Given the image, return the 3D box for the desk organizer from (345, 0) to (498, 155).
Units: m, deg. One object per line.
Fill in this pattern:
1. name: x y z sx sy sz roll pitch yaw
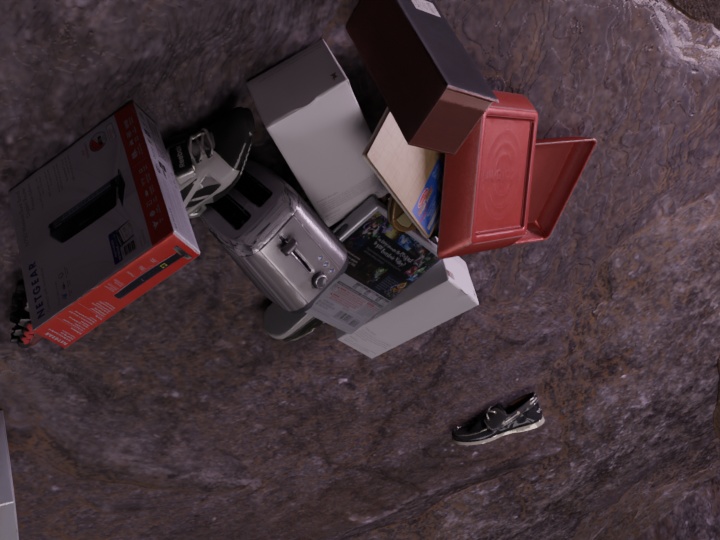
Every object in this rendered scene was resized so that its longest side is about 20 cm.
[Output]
1. desk organizer: 0.058 -0.221 0.932 0.071 0.202 0.077 6 135 -36

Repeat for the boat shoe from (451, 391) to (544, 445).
1. boat shoe: 0.277 0.305 1.817 0.196 0.072 0.069 -17 106 -3

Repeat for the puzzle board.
1. puzzle board: 0.080 -0.164 1.042 0.151 0.017 0.202 48 60 -41

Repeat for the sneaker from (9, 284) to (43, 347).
1. sneaker: -0.356 0.025 1.071 0.097 0.071 0.201 15 125 -39

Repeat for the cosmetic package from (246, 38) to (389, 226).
1. cosmetic package: -0.041 -0.155 1.043 0.106 0.086 0.201 -27 143 1

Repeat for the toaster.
1. toaster: -0.111 -0.049 1.060 0.114 0.200 0.130 -44 132 -5

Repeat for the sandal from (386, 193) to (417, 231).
1. sandal: 0.068 -0.142 1.084 0.053 0.204 0.080 1 162 41

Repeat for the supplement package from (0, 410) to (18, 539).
1. supplement package: -0.579 0.311 1.204 0.196 0.152 0.153 -7 139 -24

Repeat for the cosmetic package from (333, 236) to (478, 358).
1. cosmetic package: 0.062 0.044 1.316 0.198 0.082 0.113 -29 147 18

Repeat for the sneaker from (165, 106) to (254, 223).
1. sneaker: -0.198 -0.115 1.001 0.088 0.075 0.200 21 126 -40

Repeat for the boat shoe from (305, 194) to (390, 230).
1. boat shoe: 0.007 -0.089 1.162 0.198 0.073 0.072 -29 144 2

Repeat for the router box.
1. router box: -0.273 -0.050 0.926 0.178 0.202 0.049 -33 144 9

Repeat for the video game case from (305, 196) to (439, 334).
1. video game case: 0.000 0.000 1.179 0.181 0.024 0.199 -40 146 13

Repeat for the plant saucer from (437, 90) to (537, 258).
1. plant saucer: 0.167 -0.121 1.105 0.198 0.036 0.204 -10 108 -54

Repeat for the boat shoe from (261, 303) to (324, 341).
1. boat shoe: -0.051 0.034 1.280 0.198 0.071 0.064 -33 154 10

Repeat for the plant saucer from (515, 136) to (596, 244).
1. plant saucer: 0.224 -0.117 1.293 0.196 0.037 0.202 -7 139 -24
